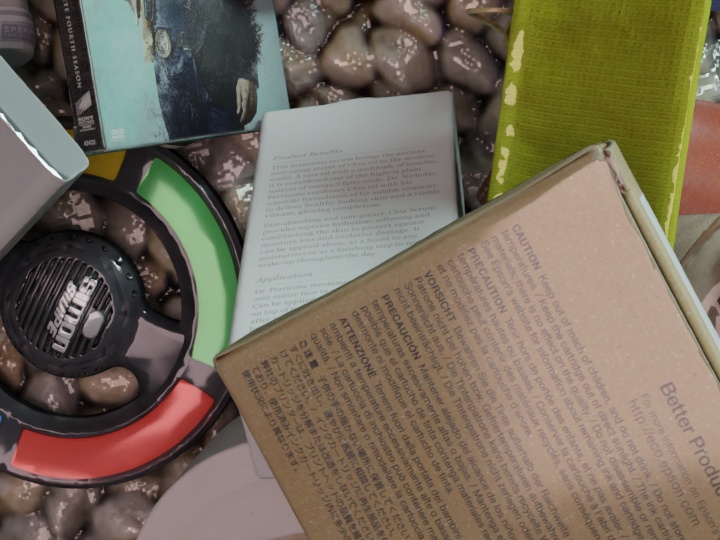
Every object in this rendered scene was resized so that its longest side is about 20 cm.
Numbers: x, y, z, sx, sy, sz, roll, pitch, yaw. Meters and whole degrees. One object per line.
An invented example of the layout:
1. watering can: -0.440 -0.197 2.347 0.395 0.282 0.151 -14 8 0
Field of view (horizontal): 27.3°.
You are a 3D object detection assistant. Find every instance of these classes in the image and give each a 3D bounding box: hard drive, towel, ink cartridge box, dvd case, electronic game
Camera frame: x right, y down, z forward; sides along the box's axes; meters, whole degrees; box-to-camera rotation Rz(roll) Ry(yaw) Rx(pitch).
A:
1. hard drive: -0.230 -0.045 0.722 0.132 0.027 0.200 49 129 -4
2. towel: 0.097 -0.100 0.590 0.086 0.018 0.202 9 91 34
3. ink cartridge box: 0.066 0.077 0.547 0.164 0.075 0.201 -28 91 14
4. dvd case: -0.098 -0.163 0.725 0.022 0.146 0.202 -6 95 35
5. electronic game: -0.155 0.018 0.796 0.198 0.042 0.202 1 96 5

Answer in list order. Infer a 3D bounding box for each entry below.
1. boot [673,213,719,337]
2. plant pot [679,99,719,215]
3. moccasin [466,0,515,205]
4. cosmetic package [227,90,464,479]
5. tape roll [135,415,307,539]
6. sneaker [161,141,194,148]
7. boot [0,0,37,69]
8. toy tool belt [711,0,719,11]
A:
1. boot: 0.124 0.072 0.600 0.145 0.070 0.201 16 96 19
2. plant pot: 0.213 0.014 0.692 0.194 0.201 0.202 18 98 11
3. moccasin: 0.095 -0.114 0.648 0.077 0.074 0.202 30 120 18
4. cosmetic package: 0.000 0.000 0.696 0.101 0.201 0.072 -5 127 7
5. tape roll: -0.012 0.163 0.720 0.201 0.071 0.204 4 106 13
6. sneaker: -0.130 -0.158 0.769 0.077 0.076 0.201 -15 98 34
7. boot: -0.263 -0.134 0.774 0.199 0.074 0.096 -14 84 16
8. toy tool belt: 0.129 -0.162 0.710 0.199 0.125 0.124 12 89 5
